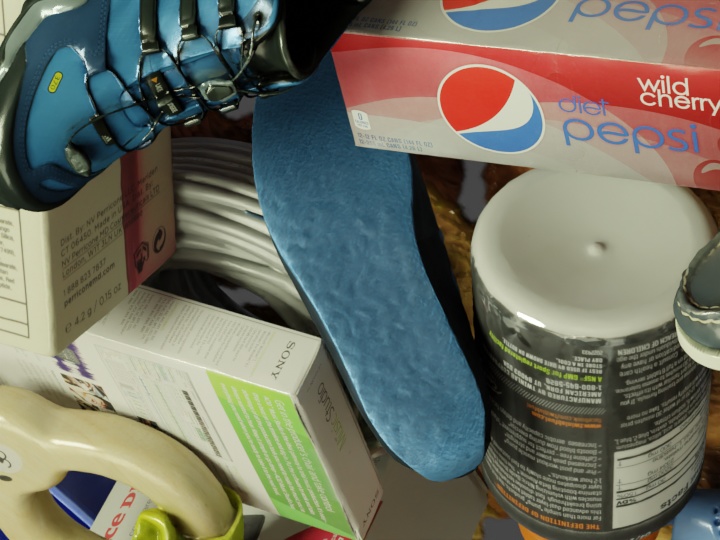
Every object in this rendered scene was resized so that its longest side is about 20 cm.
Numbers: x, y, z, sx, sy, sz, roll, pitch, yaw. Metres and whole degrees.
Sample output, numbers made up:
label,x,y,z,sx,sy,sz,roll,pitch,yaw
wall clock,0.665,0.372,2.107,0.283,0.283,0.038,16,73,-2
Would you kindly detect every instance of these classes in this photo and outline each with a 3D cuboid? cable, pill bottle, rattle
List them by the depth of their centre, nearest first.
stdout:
label,x,y,z,sx,sy,sz,roll,pitch,yaw
pill bottle,0.104,0.053,0.957,0.106,0.106,0.200,15,141,17
rattle,-0.164,0.127,1.008,0.200,0.143,0.130,34,153,-16
cable,-0.055,0.018,1.048,0.200,0.069,0.200,40,142,-14

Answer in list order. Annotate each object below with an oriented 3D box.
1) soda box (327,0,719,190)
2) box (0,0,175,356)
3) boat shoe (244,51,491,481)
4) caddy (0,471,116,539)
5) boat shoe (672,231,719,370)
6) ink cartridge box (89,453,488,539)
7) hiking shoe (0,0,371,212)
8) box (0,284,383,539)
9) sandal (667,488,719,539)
label,x,y,z,sx,sy,sz,roll,pitch,yaw
soda box,0.092,-0.082,0.837,0.200,0.070,0.063,8,137,25
box,-0.160,-0.084,0.912,0.128,0.109,0.200,15,122,22
boat shoe,0.000,0.000,0.928,0.084,0.200,0.069,-15,167,6
caddy,-0.208,0.151,1.235,0.141,0.105,0.200,-36,111,28
boat shoe,0.189,-0.041,0.741,0.200,0.075,0.062,-32,134,1
ink cartridge box,-0.053,0.153,1.139,0.200,0.145,0.083,-7,131,38
hiking shoe,-0.063,-0.092,0.812,0.087,0.200,0.074,41,173,42
box,-0.095,0.056,1.012,0.200,0.036,0.144,17,152,23
sandal,0.186,0.136,1.031,0.087,0.080,0.200,38,141,-7
